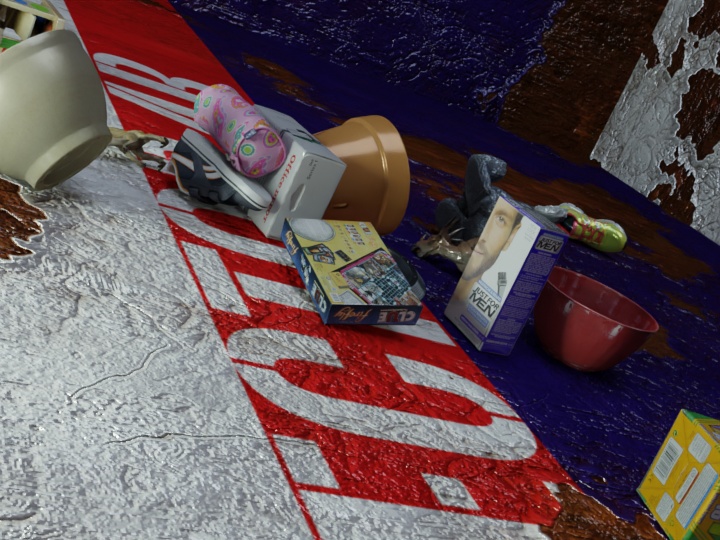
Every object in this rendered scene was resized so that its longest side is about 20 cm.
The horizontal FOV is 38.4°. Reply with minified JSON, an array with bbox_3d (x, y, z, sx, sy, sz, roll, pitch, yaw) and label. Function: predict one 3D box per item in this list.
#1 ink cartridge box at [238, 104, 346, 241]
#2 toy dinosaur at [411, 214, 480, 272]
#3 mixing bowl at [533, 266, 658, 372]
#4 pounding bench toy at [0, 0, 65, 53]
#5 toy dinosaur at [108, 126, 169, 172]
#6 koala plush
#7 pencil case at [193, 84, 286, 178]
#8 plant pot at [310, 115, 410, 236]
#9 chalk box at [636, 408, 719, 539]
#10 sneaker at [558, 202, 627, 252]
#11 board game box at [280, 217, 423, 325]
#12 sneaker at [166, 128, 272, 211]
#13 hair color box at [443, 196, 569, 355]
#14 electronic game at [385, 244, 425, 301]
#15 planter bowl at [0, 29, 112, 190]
[{"bbox_3d":[-0.123,-0.147,1.593,0.084,0.146,0.200,14,21,-37],"label":"ink cartridge box"},{"bbox_3d":[0.203,-0.033,1.786,0.199,0.086,0.136,12,24,-27],"label":"toy dinosaur"},{"bbox_3d":[0.344,0.086,1.599,0.200,0.109,0.200,23,17,-7],"label":"mixing bowl"},{"bbox_3d":[-0.571,-0.383,1.719,0.156,0.124,0.200,12,21,-35],"label":"pounding bench toy"},{"bbox_3d":[-0.345,-0.199,1.596,0.101,0.058,0.200,27,17,13],"label":"toy dinosaur"},{"bbox_3d":[0.271,-0.084,1.929,0.200,0.178,0.184,17,37,-26],"label":"koala plush"},{"bbox_3d":[-0.185,-0.211,1.553,0.087,0.088,0.200,12,23,-35],"label":"pencil case"},{"bbox_3d":[-0.030,-0.149,1.686,0.140,0.201,0.200,-8,32,-30],"label":"plant pot"},{"bbox_3d":[0.449,0.263,1.190,0.199,0.125,0.124,18,18,-16],"label":"chalk box"},{"bbox_3d":[0.540,-0.093,2.475,0.200,0.078,0.090,27,24,27],"label":"sneaker"},{"bbox_3d":[-0.015,0.000,1.401,0.135,0.035,0.200,2,35,-26],"label":"board game box"},{"bbox_3d":[-0.212,-0.129,1.535,0.200,0.080,0.078,41,9,34],"label":"sneaker"},{"bbox_3d":[0.206,0.008,1.485,0.065,0.200,0.109,13,20,-34],"label":"hair color box"},{"bbox_3d":[0.000,0.000,1.498,0.199,0.042,0.200,17,24,-8],"label":"electronic game"},{"bbox_3d":[-0.401,-0.187,1.305,0.135,0.200,0.200,53,19,0],"label":"planter bowl"}]
